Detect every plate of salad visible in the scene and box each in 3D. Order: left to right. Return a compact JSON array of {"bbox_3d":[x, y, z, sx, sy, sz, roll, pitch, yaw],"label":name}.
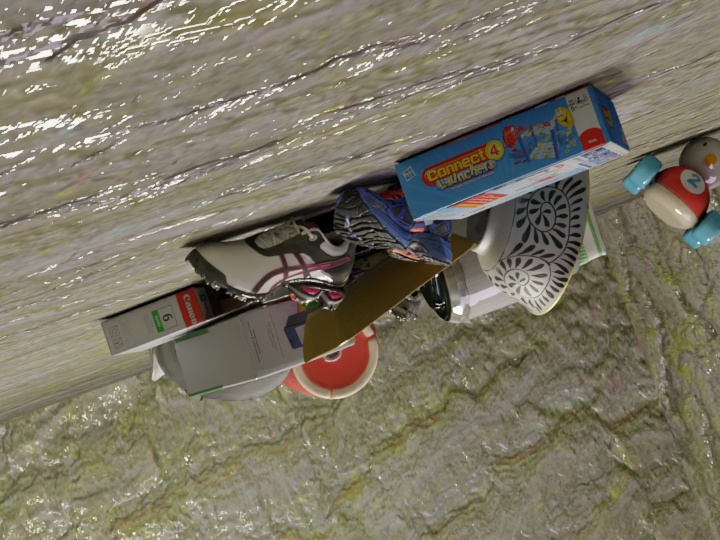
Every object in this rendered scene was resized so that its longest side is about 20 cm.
[{"bbox_3d":[-0.197,0.125,1.802,0.198,0.200,0.049,-17,135,-34],"label":"plate of salad"}]

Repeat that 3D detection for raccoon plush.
[{"bbox_3d":[0.007,0.034,1.928,0.199,0.136,0.096,-23,177,36],"label":"raccoon plush"}]

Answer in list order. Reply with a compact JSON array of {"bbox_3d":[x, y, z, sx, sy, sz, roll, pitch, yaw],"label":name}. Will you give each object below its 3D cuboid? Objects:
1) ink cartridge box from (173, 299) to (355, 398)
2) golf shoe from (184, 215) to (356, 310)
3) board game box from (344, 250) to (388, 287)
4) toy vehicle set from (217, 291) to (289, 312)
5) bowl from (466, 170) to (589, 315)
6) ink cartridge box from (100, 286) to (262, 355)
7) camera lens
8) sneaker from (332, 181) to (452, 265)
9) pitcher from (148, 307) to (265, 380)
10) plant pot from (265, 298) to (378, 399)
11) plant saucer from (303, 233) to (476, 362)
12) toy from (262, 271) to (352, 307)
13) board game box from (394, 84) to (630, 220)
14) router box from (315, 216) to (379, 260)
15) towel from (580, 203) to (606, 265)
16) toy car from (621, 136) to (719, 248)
[{"bbox_3d":[-0.126,0.096,1.678,0.144,0.089,0.199,-19,176,42],"label":"ink cartridge box"},{"bbox_3d":[-0.087,-0.018,1.252,0.198,0.077,0.089,5,118,-46],"label":"golf shoe"},{"bbox_3d":[0.000,0.000,1.675,0.119,0.033,0.200,-23,-161,-3],"label":"board game box"},{"bbox_3d":[-0.168,0.041,1.787,0.198,0.027,0.124,-18,-175,-26],"label":"toy vehicle set"},{"bbox_3d":[0.178,-0.058,1.425,0.093,0.204,0.201,12,169,-12],"label":"bowl"},{"bbox_3d":[-0.227,0.054,1.633,0.198,0.051,0.109,-21,177,7],"label":"ink cartridge box"},{"bbox_3d":[0.170,-0.031,1.647,0.198,0.162,0.160,-19,177,-8],"label":"camera lens"},{"bbox_3d":[0.034,-0.059,1.265,0.074,0.080,0.199,6,174,28],"label":"sneaker"},{"bbox_3d":[-0.246,0.108,1.980,0.197,0.123,0.171,-8,-166,-16],"label":"pitcher"},{"bbox_3d":[-0.058,0.115,2.003,0.198,0.203,0.177,-19,-169,-9],"label":"plant pot"},{"bbox_3d":[0.019,0.022,1.450,0.199,0.049,0.200,-37,-179,-18],"label":"plant saucer"},{"bbox_3d":[-0.060,0.012,1.576,0.114,0.048,0.200,-19,-170,4],"label":"toy"},{"bbox_3d":[0.153,-0.109,1.212,0.194,0.057,0.200,-21,177,17],"label":"board game box"},{"bbox_3d":[-0.033,-0.029,1.409,0.198,0.052,0.149,-20,178,-6],"label":"router box"},{"bbox_3d":[0.231,-0.055,1.749,0.198,0.154,0.023,-21,-170,0],"label":"towel"},{"bbox_3d":[0.608,-0.177,2.253,0.200,0.184,0.177,-49,174,2],"label":"toy car"}]
